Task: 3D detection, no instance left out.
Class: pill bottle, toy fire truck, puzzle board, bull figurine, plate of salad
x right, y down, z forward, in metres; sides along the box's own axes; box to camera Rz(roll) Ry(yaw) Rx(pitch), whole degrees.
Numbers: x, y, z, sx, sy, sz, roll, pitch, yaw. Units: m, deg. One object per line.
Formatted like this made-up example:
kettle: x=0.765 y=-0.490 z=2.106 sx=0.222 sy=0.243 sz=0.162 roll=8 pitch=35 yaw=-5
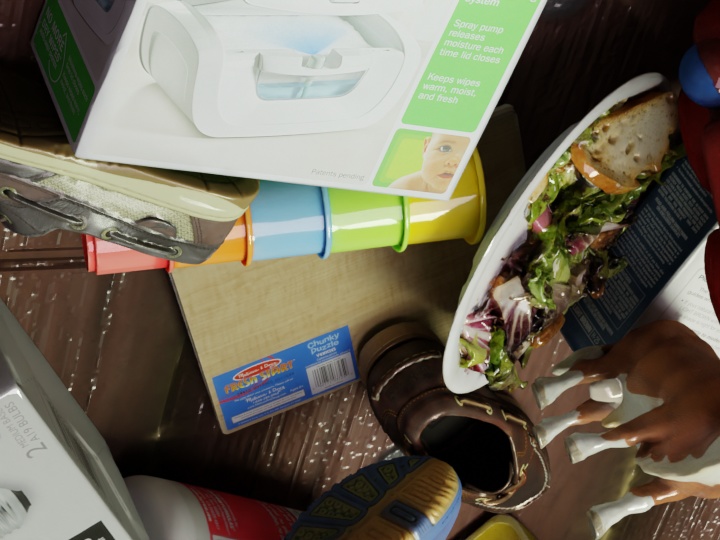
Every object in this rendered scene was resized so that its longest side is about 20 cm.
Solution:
pill bottle: x=-0.060 y=0.188 z=1.258 sx=0.200 sy=0.112 sz=0.112 roll=18 pitch=118 yaw=-37
toy fire truck: x=0.208 y=-0.049 z=1.087 sx=0.112 sy=0.201 sz=0.168 roll=-14 pitch=168 yaw=25
puzzle board: x=0.000 y=0.000 z=1.192 sx=0.200 sy=0.017 sz=0.151 roll=-22 pitch=136 yaw=-8
bull figurine: x=0.161 y=0.080 z=1.141 sx=0.121 sy=0.200 sz=0.065 roll=-16 pitch=106 yaw=-5
plate of salad: x=0.112 y=-0.013 z=1.160 sx=0.200 sy=0.048 sz=0.200 roll=-47 pitch=160 yaw=-23

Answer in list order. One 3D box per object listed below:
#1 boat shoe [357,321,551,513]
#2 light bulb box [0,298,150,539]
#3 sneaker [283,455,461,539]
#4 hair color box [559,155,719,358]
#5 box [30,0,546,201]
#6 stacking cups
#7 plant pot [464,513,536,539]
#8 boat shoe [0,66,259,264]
boat shoe: x=0.062 y=0.102 z=1.265 sx=0.070 sy=0.070 sz=0.200 roll=-41 pitch=143 yaw=7
light bulb box: x=-0.233 y=0.122 z=1.100 sx=0.200 sy=0.125 sz=0.198 roll=-30 pitch=136 yaw=-2
sneaker: x=-0.010 y=0.190 z=1.189 sx=0.200 sy=0.075 sz=0.088 roll=-47 pitch=127 yaw=-15
hair color box: x=0.211 y=-0.016 z=1.253 sx=0.100 sy=0.061 sz=0.200 roll=20 pitch=117 yaw=-37
box: x=-0.024 y=-0.137 z=1.002 sx=0.200 sy=0.097 sz=0.177 roll=6 pitch=127 yaw=-30
stacking cups: x=-0.040 y=-0.033 z=1.097 sx=0.199 sy=0.061 sz=0.061 roll=-6 pitch=131 yaw=-13
plant pot: x=0.104 y=0.309 z=1.403 sx=0.200 sy=0.200 sz=0.176 roll=-41 pitch=146 yaw=10
boat shoe: x=-0.148 y=-0.046 z=1.012 sx=0.200 sy=0.073 sz=0.065 roll=17 pitch=119 yaw=-16
